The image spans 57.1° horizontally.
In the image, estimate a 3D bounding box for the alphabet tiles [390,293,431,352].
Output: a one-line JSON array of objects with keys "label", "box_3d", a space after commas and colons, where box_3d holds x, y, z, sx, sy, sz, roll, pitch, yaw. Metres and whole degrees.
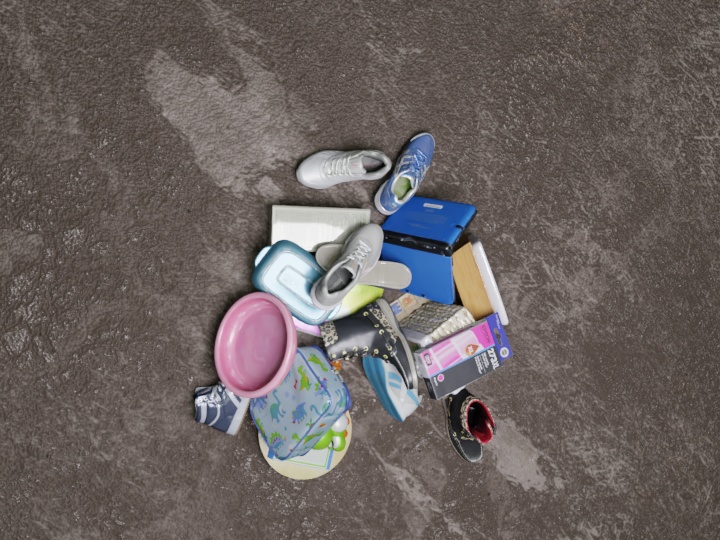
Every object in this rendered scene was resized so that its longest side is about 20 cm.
[{"label": "alphabet tiles", "box_3d": [0.123, 0.131, 1.448, 0.200, 0.006, 0.167, -32, 101, -8]}]

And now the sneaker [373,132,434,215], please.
[{"label": "sneaker", "box_3d": [0.105, -0.201, 1.372, 0.076, 0.077, 0.200, 33, 76, -19]}]

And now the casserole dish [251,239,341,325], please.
[{"label": "casserole dish", "box_3d": [-0.119, 0.028, 1.298, 0.200, 0.039, 0.121, 38, 89, -14]}]

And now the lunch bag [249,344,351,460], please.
[{"label": "lunch bag", "box_3d": [-0.120, 0.251, 1.280, 0.161, 0.082, 0.200, 50, 117, 28]}]

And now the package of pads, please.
[{"label": "package of pads", "box_3d": [-0.063, 0.061, 1.369, 0.200, 0.068, 0.155, 17, 92, -14]}]

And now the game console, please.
[{"label": "game console", "box_3d": [0.139, -0.047, 1.354, 0.171, 0.200, 0.118, -53, 131, -20]}]

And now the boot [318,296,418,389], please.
[{"label": "boot", "box_3d": [0.016, 0.161, 1.292, 0.153, 0.074, 0.204, -19, 60, -8]}]

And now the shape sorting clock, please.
[{"label": "shape sorting clock", "box_3d": [-0.116, 0.336, 1.394, 0.199, 0.039, 0.201, 1, 87, -20]}]

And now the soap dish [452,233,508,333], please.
[{"label": "soap dish", "box_3d": [0.238, 0.027, 1.396, 0.081, 0.157, 0.200, -19, 99, 7]}]

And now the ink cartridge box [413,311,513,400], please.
[{"label": "ink cartridge box", "box_3d": [0.203, 0.159, 1.253, 0.200, 0.037, 0.095, -23, 96, -22]}]

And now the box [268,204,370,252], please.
[{"label": "box", "box_3d": [-0.084, -0.084, 1.348, 0.199, 0.078, 0.095, 3, 94, -13]}]

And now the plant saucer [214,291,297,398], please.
[{"label": "plant saucer", "box_3d": [-0.194, 0.143, 1.266, 0.051, 0.200, 0.201, 21, 90, -53]}]

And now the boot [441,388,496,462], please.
[{"label": "boot", "box_3d": [0.237, 0.337, 1.416, 0.073, 0.151, 0.201, -15, 97, -11]}]

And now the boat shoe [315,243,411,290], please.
[{"label": "boat shoe", "box_3d": [0.000, 0.000, 1.322, 0.200, 0.063, 0.073, 15, 76, -16]}]

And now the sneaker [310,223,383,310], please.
[{"label": "sneaker", "box_3d": [-0.012, -0.011, 1.236, 0.076, 0.092, 0.200, 37, 71, -6]}]

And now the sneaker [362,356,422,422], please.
[{"label": "sneaker", "box_3d": [0.068, 0.222, 1.400, 0.081, 0.076, 0.200, -37, 122, -25]}]

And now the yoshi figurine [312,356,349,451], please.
[{"label": "yoshi figurine", "box_3d": [-0.080, 0.277, 1.341, 0.112, 0.112, 0.201, -10, 93, -4]}]

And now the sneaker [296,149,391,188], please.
[{"label": "sneaker", "box_3d": [-0.030, -0.213, 1.338, 0.200, 0.099, 0.078, -12, 97, -11]}]

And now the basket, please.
[{"label": "basket", "box_3d": [0.165, 0.150, 1.357, 0.123, 0.200, 0.136, -37, 101, -12]}]

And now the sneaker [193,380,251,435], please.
[{"label": "sneaker", "box_3d": [-0.270, 0.228, 1.337, 0.108, 0.070, 0.200, 20, 93, -15]}]
